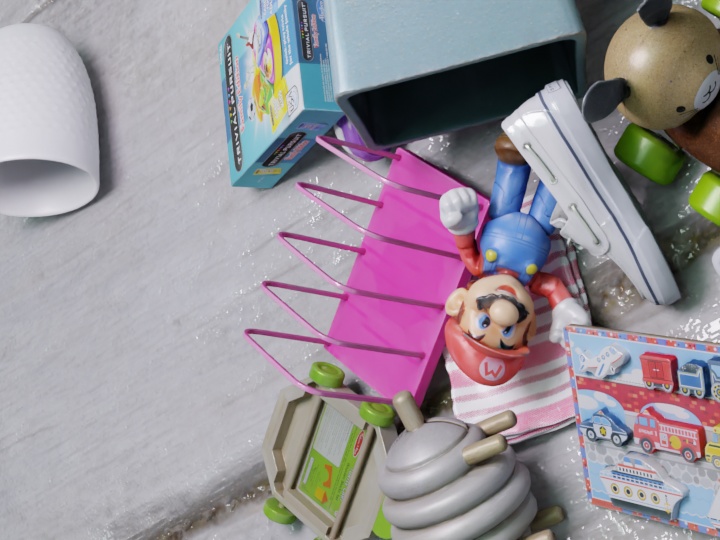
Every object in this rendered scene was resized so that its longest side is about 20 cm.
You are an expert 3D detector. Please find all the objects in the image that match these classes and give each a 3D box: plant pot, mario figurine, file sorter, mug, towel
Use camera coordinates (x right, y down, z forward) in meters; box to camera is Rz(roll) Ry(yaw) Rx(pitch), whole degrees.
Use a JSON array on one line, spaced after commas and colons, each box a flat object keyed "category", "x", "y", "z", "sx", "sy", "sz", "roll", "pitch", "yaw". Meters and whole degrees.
[{"category": "plant pot", "x": 0.067, "y": -0.234, "z": 1.235, "sx": 0.194, "sy": 0.196, "sz": 0.202, "roll": -13, "pitch": 81, "yaw": 7}, {"category": "mario figurine", "x": 0.127, "y": -0.005, "z": 1.230, "sx": 0.122, "sy": 0.106, "sz": 0.202, "roll": 13, "pitch": 86, "yaw": 35}, {"category": "file sorter", "x": 0.000, "y": 0.000, "z": 1.323, "sx": 0.139, "sy": 0.124, "sz": 0.202, "roll": 35, "pitch": 109, "yaw": 48}, {"category": "mug", "x": -0.366, "y": -0.158, "z": 1.673, "sx": 0.200, "sy": 0.146, "sz": 0.177, "roll": 133, "pitch": 136, "yaw": -59}, {"category": "towel", "x": 0.126, "y": 0.043, "z": 1.299, "sx": 0.145, "sy": 0.030, "sz": 0.202, "roll": -24, "pitch": 67, "yaw": 33}]

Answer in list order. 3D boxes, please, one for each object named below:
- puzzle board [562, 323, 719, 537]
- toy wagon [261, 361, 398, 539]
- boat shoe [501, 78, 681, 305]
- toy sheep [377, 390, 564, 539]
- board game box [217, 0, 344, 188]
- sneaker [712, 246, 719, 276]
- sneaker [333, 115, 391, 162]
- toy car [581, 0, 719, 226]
[{"category": "puzzle board", "x": 0.232, "y": 0.123, "z": 1.143, "sx": 0.199, "sy": 0.017, "sz": 0.153, "roll": 7, "pitch": 110, "yaw": 52}, {"category": "toy wagon", "x": -0.012, "y": 0.184, "z": 1.368, "sx": 0.199, "sy": 0.039, "sz": 0.157, "roll": 34, "pitch": 113, "yaw": 37}, {"category": "boat shoe", "x": 0.179, "y": -0.051, "z": 1.197, "sx": 0.066, "sy": 0.074, "sz": 0.201, "roll": -29, "pitch": 101, "yaw": 13}, {"category": "toy sheep", "x": 0.081, "y": 0.184, "z": 1.241, "sx": 0.137, "sy": 0.138, "sz": 0.202, "roll": -22, "pitch": 97, "yaw": 34}, {"category": "board game box", "x": -0.078, "y": -0.183, "z": 1.436, "sx": 0.200, "sy": 0.046, "sz": 0.153, "roll": 143, "pitch": 123, "yaw": -61}, {"category": "sneaker", "x": 0.306, "y": 0.045, "z": 1.130, "sx": 0.115, "sy": 0.075, "sz": 0.201, "roll": 45, "pitch": 117, "yaw": 45}, {"category": "sneaker", "x": 0.042, "y": -0.190, "z": 1.369, "sx": 0.088, "sy": 0.080, "sz": 0.202, "roll": 30, "pitch": 101, "yaw": 48}, {"category": "toy car", "x": 0.243, "y": -0.140, "z": 1.128, "sx": 0.158, "sy": 0.199, "sz": 0.165, "roll": 39, "pitch": 106, "yaw": 36}]
